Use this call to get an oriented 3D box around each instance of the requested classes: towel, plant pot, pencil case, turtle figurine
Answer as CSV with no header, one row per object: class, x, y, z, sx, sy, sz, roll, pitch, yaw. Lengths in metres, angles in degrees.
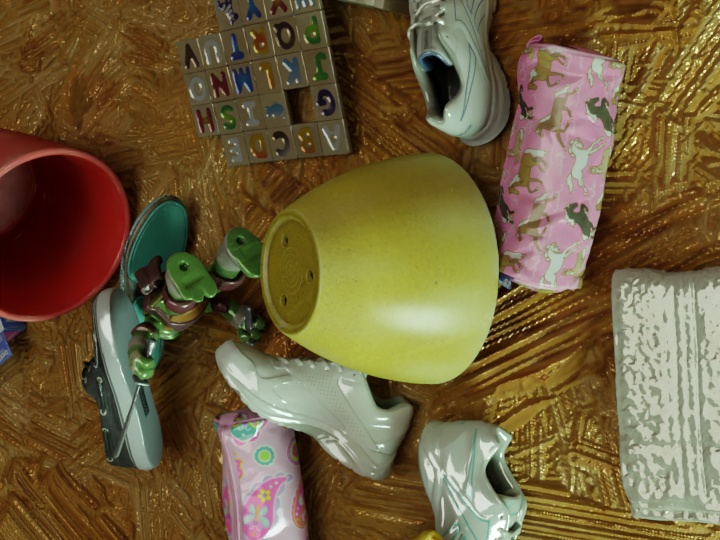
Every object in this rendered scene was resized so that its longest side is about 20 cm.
towel,0.266,0.097,0.803,0.131,0.034,0.203,-3,90,32
plant pot,0.000,0.000,0.869,0.199,0.140,0.203,4,94,56
pencil case,-0.096,0.236,1.015,0.087,0.087,0.203,-5,90,33
plant pot,-0.384,-0.066,1.142,0.176,0.199,0.203,28,107,40
turtle figurine,-0.149,0.060,0.994,0.194,0.142,0.202,130,143,-54
pencil case,0.155,-0.084,0.840,0.083,0.085,0.203,-146,65,-68

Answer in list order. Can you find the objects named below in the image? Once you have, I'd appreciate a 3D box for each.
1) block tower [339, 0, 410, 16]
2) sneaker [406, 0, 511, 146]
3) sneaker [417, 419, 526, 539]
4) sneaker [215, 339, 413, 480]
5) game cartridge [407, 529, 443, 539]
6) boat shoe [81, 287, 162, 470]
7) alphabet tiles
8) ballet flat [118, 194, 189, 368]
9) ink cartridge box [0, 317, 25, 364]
block tower,-0.041,-0.288,0.975,0.198,0.058,0.055,21,103,29
sneaker,0.075,-0.209,0.882,0.074,0.087,0.203,-19,81,34
sneaker,0.104,0.229,0.894,0.079,0.070,0.203,-11,85,30
sneaker,-0.038,0.106,0.961,0.199,0.078,0.100,30,94,-7
game cartridge,0.064,0.322,0.887,0.177,0.032,0.200,53,146,8
boat shoe,-0.258,0.116,1.071,0.065,0.070,0.203,-5,113,11
alphabet tiles,-0.102,-0.190,1.014,0.198,0.008,0.169,-1,108,38
ballet flat,-0.236,0.011,1.115,0.074,0.074,0.203,20,99,31
ink cartridge box,-0.489,0.042,1.294,0.119,0.042,0.202,-35,71,29
